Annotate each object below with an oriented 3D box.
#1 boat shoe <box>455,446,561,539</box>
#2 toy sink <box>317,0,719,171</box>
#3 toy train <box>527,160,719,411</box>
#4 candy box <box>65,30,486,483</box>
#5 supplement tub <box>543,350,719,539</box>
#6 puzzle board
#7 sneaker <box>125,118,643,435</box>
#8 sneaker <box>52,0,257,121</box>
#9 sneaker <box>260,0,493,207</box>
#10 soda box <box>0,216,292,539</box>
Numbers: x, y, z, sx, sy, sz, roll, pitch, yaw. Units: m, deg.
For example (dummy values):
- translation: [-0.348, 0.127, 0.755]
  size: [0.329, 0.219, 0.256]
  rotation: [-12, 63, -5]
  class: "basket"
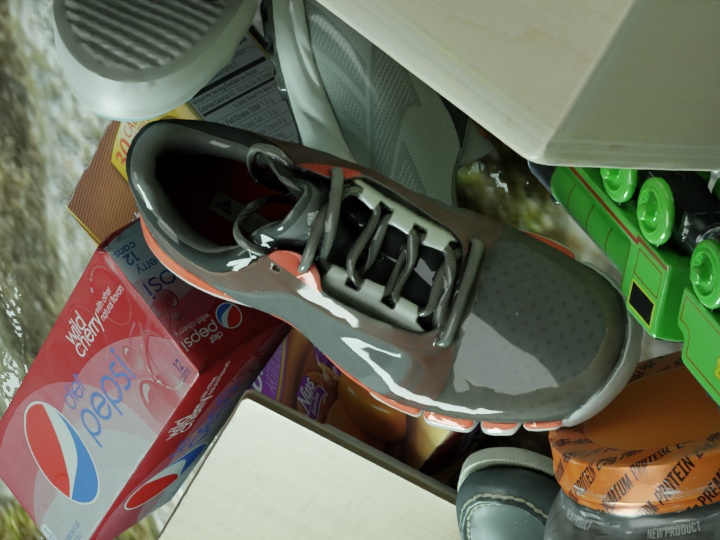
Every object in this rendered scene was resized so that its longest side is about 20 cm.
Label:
- translation: [0.085, 0.156, 1.083]
  size: [0.072, 0.062, 0.201]
  rotation: [-5, 126, 30]
  class: "boat shoe"
- translation: [0.080, -0.113, 0.887]
  size: [0.130, 0.200, 0.112]
  rotation: [39, 109, 25]
  class: "toy sink"
- translation: [0.105, -0.011, 0.942]
  size: [0.200, 0.041, 0.057]
  rotation: [-125, 38, -53]
  class: "toy train"
- translation: [-0.030, 0.007, 1.157]
  size: [0.200, 0.056, 0.117]
  rotation: [51, 143, 13]
  class: "candy box"
- translation: [0.137, 0.137, 1.000]
  size: [0.122, 0.122, 0.201]
  rotation: [5, 117, 47]
  class: "supplement tub"
- translation: [0.018, 0.132, 1.151]
  size: [0.199, 0.017, 0.151]
  rotation: [27, 139, -5]
  class: "puzzle board"
- translation: [0.000, 0.000, 0.971]
  size: [0.199, 0.078, 0.082]
  rotation: [19, 172, 18]
  class: "sneaker"
- translation: [-0.071, -0.089, 1.051]
  size: [0.073, 0.200, 0.082]
  rotation: [2, 119, 5]
  class: "sneaker"
- translation: [0.005, -0.073, 1.062]
  size: [0.074, 0.079, 0.202]
  rotation: [-83, -19, -86]
  class: "sneaker"
- translation: [-0.093, 0.047, 1.162]
  size: [0.070, 0.063, 0.200]
  rotation: [51, 146, 11]
  class: "soda box"
